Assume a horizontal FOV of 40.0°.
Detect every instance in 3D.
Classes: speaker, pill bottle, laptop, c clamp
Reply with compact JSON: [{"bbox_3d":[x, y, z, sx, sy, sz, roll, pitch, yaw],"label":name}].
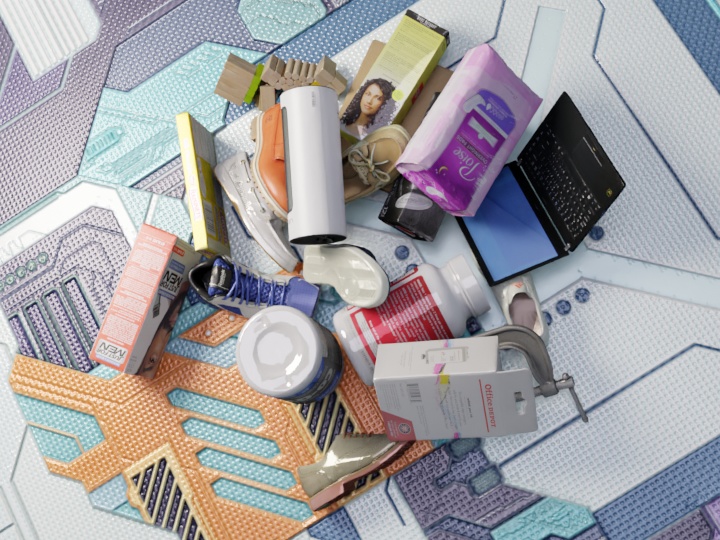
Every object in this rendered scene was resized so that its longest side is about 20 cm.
[{"bbox_3d":[-0.062,-0.137,1.318,0.080,0.081,0.204,-5,83,9],"label":"speaker"},{"bbox_3d":[0.071,0.063,1.338,0.198,0.112,0.114,-29,76,4],"label":"pill bottle"},{"bbox_3d":[0.225,-0.110,1.317,0.102,0.201,0.179,1,50,-32],"label":"laptop"},{"bbox_3d":[0.187,0.154,1.312,0.197,0.027,0.173,-13,115,17],"label":"c clamp"},{"bbox_3d":[-0.085,0.118,1.311,0.112,0.200,0.116,-2,79,10],"label":"pill bottle"}]

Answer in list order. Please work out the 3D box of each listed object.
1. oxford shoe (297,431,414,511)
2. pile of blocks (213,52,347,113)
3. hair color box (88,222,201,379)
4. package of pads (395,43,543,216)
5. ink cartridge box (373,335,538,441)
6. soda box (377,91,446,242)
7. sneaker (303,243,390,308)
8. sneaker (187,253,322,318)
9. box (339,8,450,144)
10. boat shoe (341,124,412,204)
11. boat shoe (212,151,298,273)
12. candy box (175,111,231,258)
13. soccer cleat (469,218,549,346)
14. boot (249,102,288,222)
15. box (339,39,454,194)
[{"bbox_3d":[0.000,0.244,1.340,0.198,0.071,0.074,-34,73,2],"label":"oxford shoe"},{"bbox_3d":[-0.117,-0.282,1.470,0.196,0.083,0.063,5,37,2],"label":"pile of blocks"},{"bbox_3d":[-0.303,0.046,1.408,0.063,0.111,0.203,20,84,13],"label":"hair color box"},{"bbox_3d":[0.146,-0.186,1.315,0.120,0.075,0.202,37,80,-22],"label":"package of pads"},{"bbox_3d":[0.124,0.151,1.263,0.196,0.118,0.068,-4,38,13],"label":"ink cartridge box"},{"bbox_3d":[0.102,-0.146,1.376,0.070,0.063,0.203,27,84,-27],"label":"soda box"},{"bbox_3d":[0.000,0.000,1.335,0.083,0.199,0.076,0,104,-31],"label":"sneaker"},{"bbox_3d":[-0.160,0.031,1.383,0.196,0.115,0.082,12,83,12],"label":"sneaker"},{"bbox_3d":[0.048,-0.266,1.411,0.075,0.050,0.202,30,85,13],"label":"box"},{"bbox_3d":[-0.008,-0.129,1.369,0.199,0.063,0.074,-35,94,35],"label":"boat shoe"},{"bbox_3d":[-0.138,-0.090,1.424,0.069,0.071,0.201,-35,74,2],"label":"boat shoe"},{"bbox_3d":[-0.227,-0.118,1.429,0.026,0.102,0.204,-12,78,7],"label":"candy box"},{"bbox_3d":[0.205,0.016,1.340,0.068,0.078,0.203,-24,76,5],"label":"soccer cleat"},{"bbox_3d":[-0.097,-0.165,1.388,0.106,0.075,0.203,-28,52,25],"label":"boot"},{"bbox_3d":[0.048,-0.218,1.439,0.161,0.021,0.203,24,84,13],"label":"box"}]
